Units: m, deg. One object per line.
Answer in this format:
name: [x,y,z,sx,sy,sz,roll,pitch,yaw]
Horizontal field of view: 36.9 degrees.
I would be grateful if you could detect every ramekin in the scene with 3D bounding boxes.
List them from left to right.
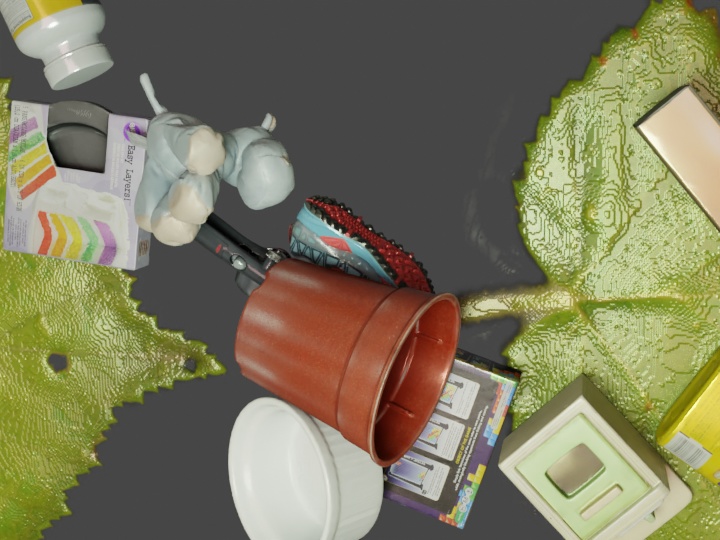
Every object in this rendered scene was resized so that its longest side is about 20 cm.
ramekin: [-0.063,0.243,1.280,0.200,0.098,0.201,8,100,49]

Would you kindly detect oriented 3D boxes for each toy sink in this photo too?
toy sink: [0.276,0.244,1.246,0.130,0.112,0.200,-42,89,15]

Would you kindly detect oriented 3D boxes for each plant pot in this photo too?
plant pot: [-0.020,0.085,1.197,0.195,0.201,0.201,22,103,23]

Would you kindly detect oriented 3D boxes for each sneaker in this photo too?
sneaker: [0.000,0.000,1.292,0.200,0.079,0.096,40,122,7]

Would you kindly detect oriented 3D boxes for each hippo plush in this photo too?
hippo plush: [-0.170,-0.111,1.260,0.200,0.161,0.160,44,121,46]

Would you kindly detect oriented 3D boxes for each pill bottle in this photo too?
pill bottle: [-0.372,-0.323,1.282,0.112,0.112,0.200,-24,94,14]

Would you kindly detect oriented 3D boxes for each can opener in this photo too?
can opener: [-0.161,-0.028,1.314,0.200,0.063,0.079,38,105,3]

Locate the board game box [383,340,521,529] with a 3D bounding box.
board game box: [0.084,0.188,1.305,0.165,0.057,0.200,21,103,9]

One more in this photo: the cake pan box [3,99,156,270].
cake pan box: [-0.347,-0.111,1.345,0.184,0.052,0.200,10,101,7]

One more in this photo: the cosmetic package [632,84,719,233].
cosmetic package: [0.387,-0.103,1.172,0.071,0.105,0.200,-39,89,15]

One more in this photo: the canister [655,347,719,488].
canister: [0.456,0.196,1.216,0.200,0.087,0.149,36,104,5]
